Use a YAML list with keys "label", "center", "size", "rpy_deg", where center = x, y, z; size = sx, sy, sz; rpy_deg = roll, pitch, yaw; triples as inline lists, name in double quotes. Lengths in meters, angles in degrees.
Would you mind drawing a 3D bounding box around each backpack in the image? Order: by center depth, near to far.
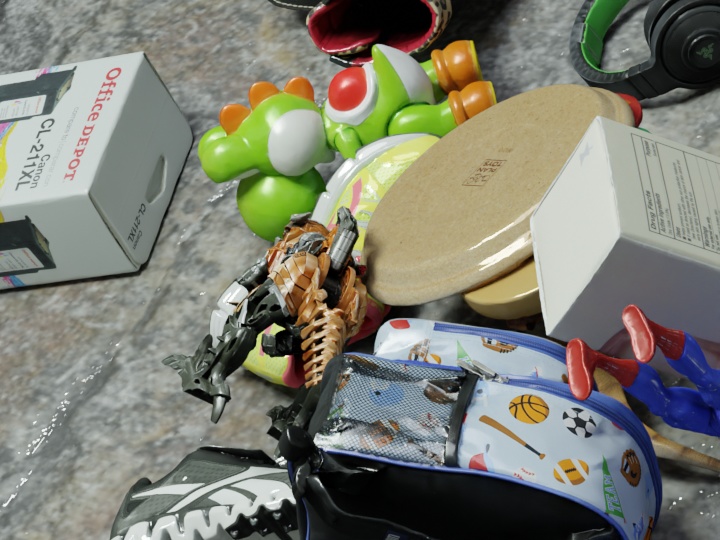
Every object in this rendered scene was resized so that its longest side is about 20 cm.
- label: "backpack"
  center: [0.068, 0.125, 1.536]
  size: [0.189, 0.201, 0.155]
  rpy_deg: [13, 56, 17]

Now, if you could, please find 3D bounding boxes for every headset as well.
- label: "headset"
  center: [0.232, -0.169, 1.846]
  size: [0.199, 0.094, 0.124]
  rpy_deg: [-21, 42, 36]

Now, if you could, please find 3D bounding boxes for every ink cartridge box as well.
- label: "ink cartridge box"
  center: [-0.237, -0.067, 1.999]
  size: [0.199, 0.083, 0.146]
  rpy_deg: [-8, 43, 26]

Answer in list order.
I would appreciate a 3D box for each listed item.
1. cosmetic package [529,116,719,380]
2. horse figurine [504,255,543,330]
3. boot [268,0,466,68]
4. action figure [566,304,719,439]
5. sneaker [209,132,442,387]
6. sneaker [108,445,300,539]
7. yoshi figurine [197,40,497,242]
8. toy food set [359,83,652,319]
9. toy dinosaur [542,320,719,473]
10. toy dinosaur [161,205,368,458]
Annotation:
- label: "cosmetic package"
  center: [0.202, 0.004, 1.555]
  size: [0.087, 0.199, 0.104]
  rpy_deg: [-57, 23, 37]
- label: "horse figurine"
  center: [0.115, -0.019, 1.735]
  size: [0.132, 0.050, 0.200]
  rpy_deg: [-42, 23, -7]
- label: "boot"
  center: [-0.001, -0.195, 1.966]
  size: [0.199, 0.074, 0.151]
  rpy_deg: [0, 26, 23]
- label: "action figure"
  center: [0.194, 0.096, 1.492]
  size: [0.065, 0.199, 0.100]
  rpy_deg: [-31, 56, 31]
- label: "sneaker"
  center: [0.000, 0.000, 1.793]
  size: [0.200, 0.078, 0.090]
  rpy_deg: [-48, 41, -4]
- label: "sneaker"
  center: [-0.066, 0.137, 1.690]
  size: [0.199, 0.067, 0.091]
  rpy_deg: [-15, 44, 21]
- label: "yoshi figurine"
  center: [-0.006, -0.077, 1.881]
  size: [0.199, 0.112, 0.113]
  rpy_deg: [-14, 80, -2]
- label: "toy food set"
  center: [0.088, -0.042, 1.693]
  size: [0.199, 0.049, 0.198]
  rpy_deg: [-11, 34, 46]
- label: "toy dinosaur"
  center: [0.131, 0.072, 1.642]
  size: [0.106, 0.061, 0.200]
  rpy_deg: [-30, 39, -2]
- label: "toy dinosaur"
  center: [-0.041, 0.028, 1.666]
  size: [0.136, 0.102, 0.200]
  rpy_deg: [-56, -4, 12]
